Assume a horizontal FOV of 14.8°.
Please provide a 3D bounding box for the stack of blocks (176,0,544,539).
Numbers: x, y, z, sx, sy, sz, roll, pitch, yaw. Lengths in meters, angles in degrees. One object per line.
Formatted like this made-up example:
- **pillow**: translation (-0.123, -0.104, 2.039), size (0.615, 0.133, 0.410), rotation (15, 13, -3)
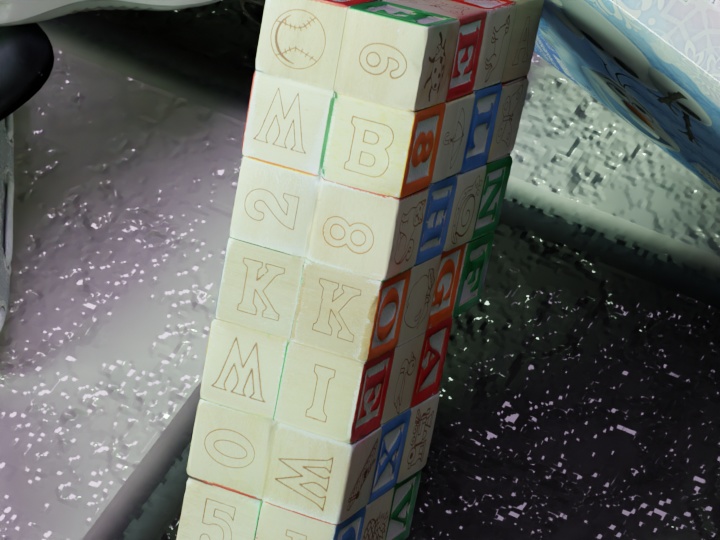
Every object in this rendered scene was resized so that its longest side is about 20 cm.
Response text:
- **stack of blocks**: translation (0.000, 0.000, 0.957), size (0.058, 0.200, 0.115), rotation (16, 15, 19)

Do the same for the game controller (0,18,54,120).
- **game controller**: translation (-0.202, -0.097, 1.075), size (0.104, 0.042, 0.200), rotation (-29, 44, -23)

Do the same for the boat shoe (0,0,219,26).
- **boat shoe**: translation (-0.099, -0.140, 1.053), size (0.202, 0.065, 0.074), rotation (-13, 35, -38)

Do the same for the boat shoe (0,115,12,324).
- **boat shoe**: translation (-0.171, -0.053, 1.098), size (0.074, 0.065, 0.202), rotation (-21, 45, 6)

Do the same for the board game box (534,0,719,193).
- **board game box**: translation (0.116, -0.079, 0.997), size (0.199, 0.200, 0.043), rotation (39, 88, 24)

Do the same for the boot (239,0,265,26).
- **boot**: translation (0.009, -0.170, 1.155), size (0.200, 0.069, 0.174), rotation (40, 72, 15)
